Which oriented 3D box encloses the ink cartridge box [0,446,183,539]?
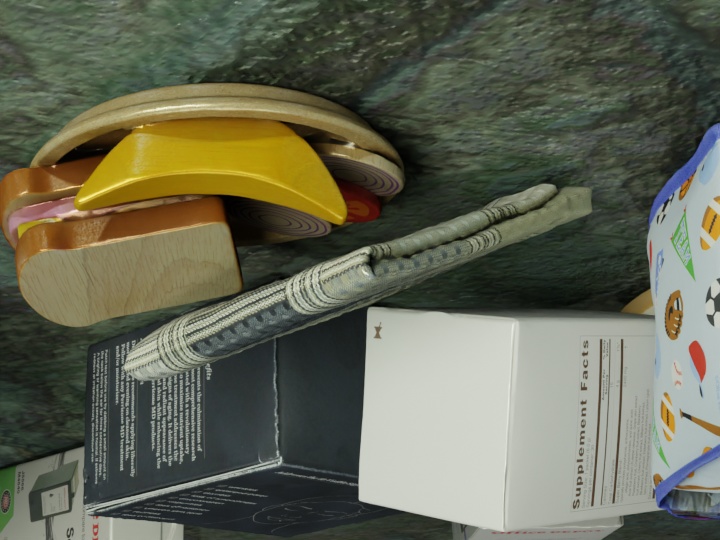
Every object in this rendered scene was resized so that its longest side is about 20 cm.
[{"bbox_3d":[-0.257,0.245,1.416,0.199,0.147,0.084,-20,154,41],"label":"ink cartridge box"}]

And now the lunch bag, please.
[{"bbox_3d":[0.213,0.037,0.826,0.122,0.172,0.200,5,160,-8],"label":"lunch bag"}]

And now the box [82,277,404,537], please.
[{"bbox_3d":[-0.054,0.104,1.054,0.195,0.125,0.199,-17,157,40],"label":"box"}]

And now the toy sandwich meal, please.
[{"bbox_3d":[-0.076,-0.025,0.744,0.203,0.071,0.205,-3,162,-1],"label":"toy sandwich meal"}]

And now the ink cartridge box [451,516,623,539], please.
[{"bbox_3d":[0.176,0.238,1.564,0.146,0.087,0.200,-1,160,-5],"label":"ink cartridge box"}]

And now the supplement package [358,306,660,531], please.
[{"bbox_3d":[0.109,0.085,0.940,0.199,0.121,0.121,3,-179,-44],"label":"supplement package"}]

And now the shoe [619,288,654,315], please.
[{"bbox_3d":[0.254,0.026,0.981,0.199,0.054,0.070,-18,157,38],"label":"shoe"}]

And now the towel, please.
[{"bbox_3d":[0.000,0.000,0.812,0.192,0.035,0.199,-24,176,43],"label":"towel"}]
